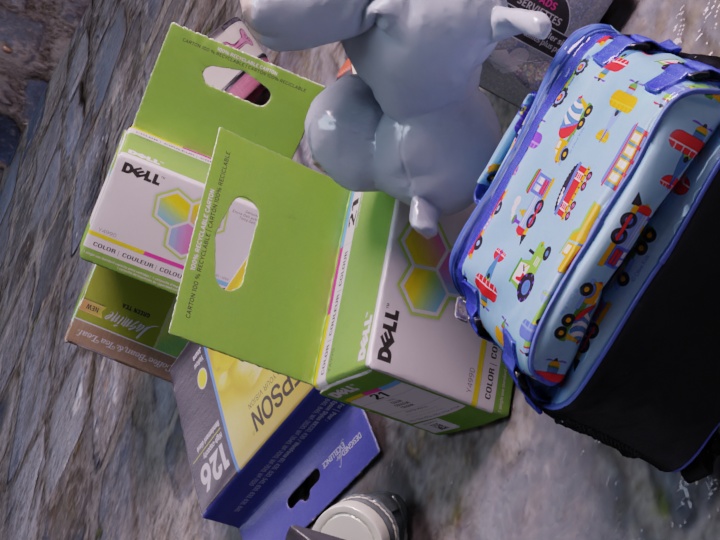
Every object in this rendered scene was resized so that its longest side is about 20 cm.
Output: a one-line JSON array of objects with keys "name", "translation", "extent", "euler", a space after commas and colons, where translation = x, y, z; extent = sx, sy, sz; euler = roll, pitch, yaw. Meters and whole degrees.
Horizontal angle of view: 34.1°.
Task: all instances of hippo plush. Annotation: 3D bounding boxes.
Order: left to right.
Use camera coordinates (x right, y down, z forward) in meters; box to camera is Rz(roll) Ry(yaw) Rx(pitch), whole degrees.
[{"name": "hippo plush", "translation": [0.040, -0.121, 0.659], "extent": [0.199, 0.161, 0.160], "euler": [13, 47, 25]}]

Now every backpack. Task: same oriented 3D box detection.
[{"name": "backpack", "translation": [0.125, -0.029, 0.573], "extent": [0.183, 0.134, 0.200], "euler": [-60, 23, 16]}]

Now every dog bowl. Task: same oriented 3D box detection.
[{"name": "dog bowl", "translation": [-0.177, -0.186, 1.319], "extent": [0.200, 0.074, 0.200], "euler": [-48, 5, 5]}]

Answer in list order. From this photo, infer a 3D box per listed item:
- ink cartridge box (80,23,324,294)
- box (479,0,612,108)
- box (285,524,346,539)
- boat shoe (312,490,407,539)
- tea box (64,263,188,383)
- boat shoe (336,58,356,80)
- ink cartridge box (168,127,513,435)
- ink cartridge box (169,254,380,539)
[{"name": "ink cartridge box", "translation": [-0.134, -0.084, 0.999], "extent": [0.076, 0.147, 0.201], "euler": [-96, 30, -64]}, {"name": "box", "translation": [0.054, -0.212, 0.770], "extent": [0.115, 0.199, 0.132], "euler": [-58, 19, 22]}, {"name": "box", "translation": [0.047, 0.199, 0.459], "extent": [0.079, 0.199, 0.142], "euler": [6, 77, 65]}, {"name": "boat shoe", "translation": [-0.022, 0.229, 0.777], "extent": [0.062, 0.073, 0.201], "euler": [-22, -40, -60]}, {"name": "tea box", "translation": [-0.194, -0.011, 1.176], "extent": [0.200, 0.133, 0.198], "euler": [-144, 76, -78]}, {"name": "boat shoe", "translation": [0.004, -0.110, 0.964], "extent": [0.063, 0.071, 0.201], "euler": [-55, 25, 41]}, {"name": "ink cartridge box", "translation": [0.000, 0.000, 0.722], "extent": [0.076, 0.199, 0.149], "euler": [-26, 48, 56]}, {"name": "ink cartridge box", "translation": [-0.079, 0.106, 0.925], "extent": [0.198, 0.047, 0.201], "euler": [-50, 44, 36]}]
